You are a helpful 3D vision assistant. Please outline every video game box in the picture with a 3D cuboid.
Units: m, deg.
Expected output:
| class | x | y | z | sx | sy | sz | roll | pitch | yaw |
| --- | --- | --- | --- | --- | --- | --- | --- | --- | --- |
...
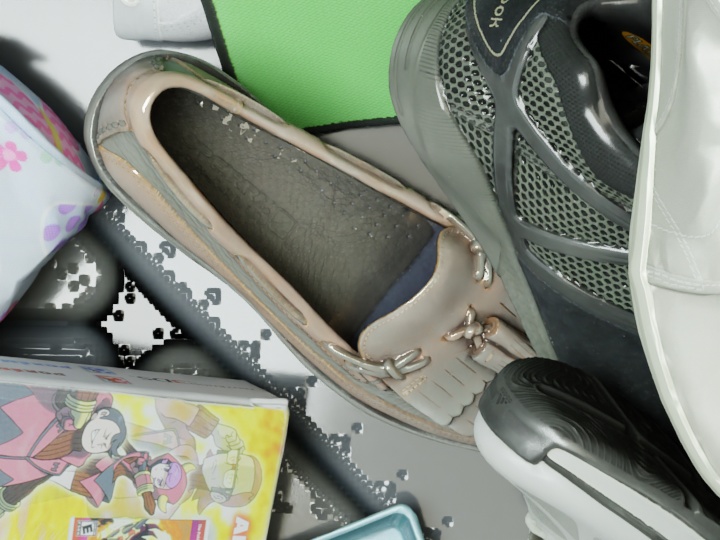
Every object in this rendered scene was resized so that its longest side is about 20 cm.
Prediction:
| class | x | y | z | sx | sy | sz | roll | pitch | yaw |
| --- | --- | --- | --- | --- | --- | --- | --- | --- | --- |
| video game box | -0.127 | 0.125 | 0.785 | 0.181 | 0.047 | 0.201 | 8 | 98 | -26 |

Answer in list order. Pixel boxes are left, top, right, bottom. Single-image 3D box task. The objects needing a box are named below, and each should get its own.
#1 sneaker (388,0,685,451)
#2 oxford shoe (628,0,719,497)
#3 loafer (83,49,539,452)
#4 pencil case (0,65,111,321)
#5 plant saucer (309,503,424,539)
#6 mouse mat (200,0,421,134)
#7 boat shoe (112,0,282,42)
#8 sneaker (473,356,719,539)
| class | x | y | z | sx | sy | sz | roll | pitch | yaw |
| --- | --- | --- | --- | --- | --- | --- | --- | --- | --- |
| sneaker | 0.101 | -0.007 | 0.762 | 0.076 | 0.114 | 0.200 | -46 | 115 | -29 |
| oxford shoe | 0.114 | -0.027 | 0.676 | 0.075 | 0.058 | 0.201 | -5 | 97 | -21 |
| loafer | 0.000 | 0.000 | 0.794 | 0.200 | 0.063 | 0.072 | 34 | 85 | -11 |
| pencil case | -0.174 | 0.012 | 0.810 | 0.091 | 0.083 | 0.200 | 43 | 93 | -15 |
| plant saucer | 0.021 | 0.182 | 0.841 | 0.070 | 0.019 | 0.201 | -21 | 90 | 3 |
| mouse mat | 0.042 | -0.113 | 0.764 | 0.199 | 0.008 | 0.161 | -7 | 132 | 10 |
| boat shoe | -0.070 | -0.173 | 0.811 | 0.068 | 0.072 | 0.201 | -9 | 101 | 0 |
| sneaker | 0.077 | 0.115 | 0.771 | 0.115 | 0.076 | 0.200 | -45 | 129 | 8 |
